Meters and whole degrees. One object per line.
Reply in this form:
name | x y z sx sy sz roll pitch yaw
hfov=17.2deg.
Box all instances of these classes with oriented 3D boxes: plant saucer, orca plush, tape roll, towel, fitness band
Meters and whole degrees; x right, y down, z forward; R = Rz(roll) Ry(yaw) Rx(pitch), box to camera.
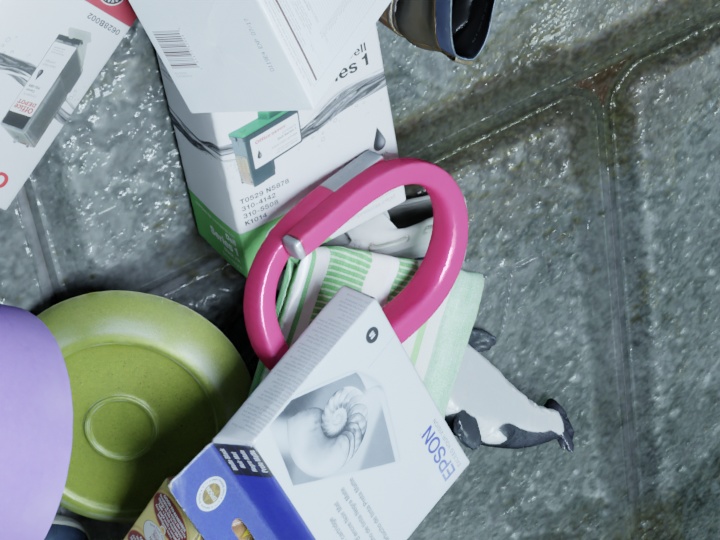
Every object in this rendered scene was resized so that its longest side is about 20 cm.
plant saucer | -0.176 0.110 1.765 0.198 0.031 0.201 0 117 0
orca plush | 0.094 0.109 2.035 0.199 0.071 0.106 9 69 -45
tape roll | -0.289 0.117 1.639 0.085 0.200 0.201 12 112 -41
towel | 0.005 0.062 1.809 0.199 0.023 0.154 11 97 -43
fitness band | 0.000 0.000 1.741 0.200 0.037 0.144 -39 128 -25

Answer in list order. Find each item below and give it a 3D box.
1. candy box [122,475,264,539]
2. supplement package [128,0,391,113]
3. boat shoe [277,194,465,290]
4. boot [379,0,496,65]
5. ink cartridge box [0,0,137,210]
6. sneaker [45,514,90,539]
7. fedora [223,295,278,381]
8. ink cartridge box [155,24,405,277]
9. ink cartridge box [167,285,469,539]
candy box | -0.129 0.218 1.796 0.115 0.055 0.200 -14 152 -41
supplement package | -0.048 -0.211 1.584 0.200 0.109 0.114 -56 133 -36
boat shoe | 0.003 -0.026 1.851 0.199 0.072 0.066 -6 113 -31
boot | 0.079 -0.249 1.731 0.074 0.097 0.201 -3 121 -35
ink cartridge box | -0.245 -0.159 1.561 0.146 0.083 0.201 27 101 -45
sneaker | -0.287 0.254 1.817 0.199 0.084 0.075 -20 130 -25
fedora | -0.064 0.094 1.867 0.199 0.092 0.202 -19 129 -25
ink cartridge box | -0.058 -0.117 1.730 0.145 0.084 0.201 -28 133 -19
ink cartridge box | -0.024 0.148 1.727 0.200 0.040 0.200 -49 134 -19
